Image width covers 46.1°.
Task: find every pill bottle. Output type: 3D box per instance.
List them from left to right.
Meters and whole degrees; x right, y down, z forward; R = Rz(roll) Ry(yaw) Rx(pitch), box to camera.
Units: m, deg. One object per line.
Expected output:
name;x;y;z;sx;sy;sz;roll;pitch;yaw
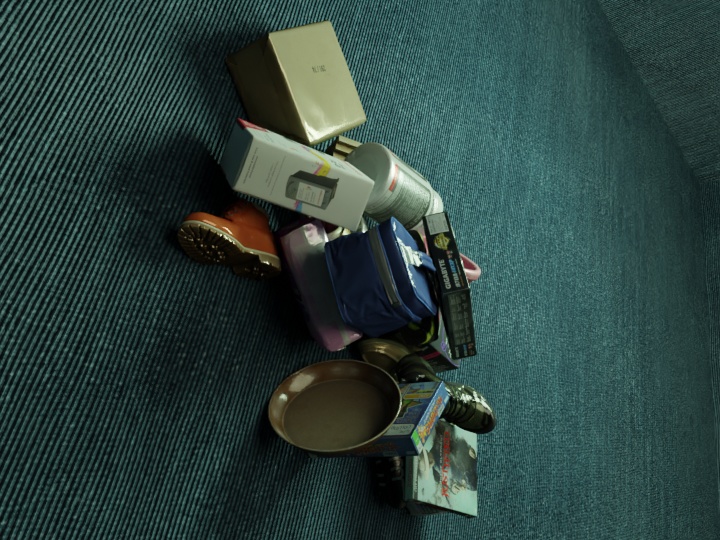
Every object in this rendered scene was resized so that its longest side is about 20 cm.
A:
pill bottle;0.057;-0.133;1.484;0.199;0.113;0.116;28;55;-52

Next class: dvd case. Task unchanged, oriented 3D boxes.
dvd case;0.140;0.330;1.436;0.199;0.022;0.148;29;56;-44

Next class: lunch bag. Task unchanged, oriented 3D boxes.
lunch bag;0.044;0.013;1.267;0.200;0.131;0.138;33;40;-70

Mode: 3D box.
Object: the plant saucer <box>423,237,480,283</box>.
plant saucer;0.128;-0.022;1.589;0.199;0.200;0.051;10;111;-52

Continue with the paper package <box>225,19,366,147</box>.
paper package;-0.102;-0.304;1.419;0.200;0.102;0.193;-35;105;-54

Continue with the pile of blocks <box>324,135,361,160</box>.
pile of blocks;0.012;-0.166;1.539;0.199;0.081;0.063;33;52;-44

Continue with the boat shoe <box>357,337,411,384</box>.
boat shoe;0.063;0.179;1.485;0.200;0.071;0.065;38;48;-42

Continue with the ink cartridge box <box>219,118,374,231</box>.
ink cartridge box;-0.098;-0.143;1.262;0.198;0.148;0.087;17;103;-23

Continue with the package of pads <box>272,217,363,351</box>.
package of pads;-0.068;0.020;1.320;0.075;0.120;0.203;-23;99;-13

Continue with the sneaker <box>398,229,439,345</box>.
sneaker;0.092;0.031;1.419;0.081;0.073;0.203;31;52;-63

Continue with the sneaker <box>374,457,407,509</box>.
sneaker;0.080;0.291;1.434;0.114;0.075;0.203;-6;81;-32

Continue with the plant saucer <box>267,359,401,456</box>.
plant saucer;-0.037;0.207;1.251;0.201;0.197;0.035;-51;143;-49

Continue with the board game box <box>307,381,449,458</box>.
board game box;0.023;0.229;1.298;0.136;0.198;0.035;-50;123;-49

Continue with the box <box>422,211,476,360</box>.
box;0.148;0.027;1.392;0.201;0.045;0.161;74;4;-53

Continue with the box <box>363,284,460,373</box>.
box;0.091;0.090;1.527;0.200;0.105;0.124;41;47;-37

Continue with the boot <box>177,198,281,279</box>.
boot;-0.193;-0.062;1.232;0.199;0.074;0.109;26;53;-57

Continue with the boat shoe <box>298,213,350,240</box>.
boat shoe;-0.051;-0.052;1.391;0.073;0.066;0.202;-27;86;-12

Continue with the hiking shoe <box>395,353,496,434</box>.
hiking shoe;0.141;0.226;1.416;0.198;0.076;0.101;31;21;-6

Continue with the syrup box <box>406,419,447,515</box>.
syrup box;0.135;0.334;1.516;0.079;0.081;0.201;57;37;-22

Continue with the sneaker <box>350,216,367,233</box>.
sneaker;0.000;0.000;1.466;0.082;0.074;0.203;27;63;-66
